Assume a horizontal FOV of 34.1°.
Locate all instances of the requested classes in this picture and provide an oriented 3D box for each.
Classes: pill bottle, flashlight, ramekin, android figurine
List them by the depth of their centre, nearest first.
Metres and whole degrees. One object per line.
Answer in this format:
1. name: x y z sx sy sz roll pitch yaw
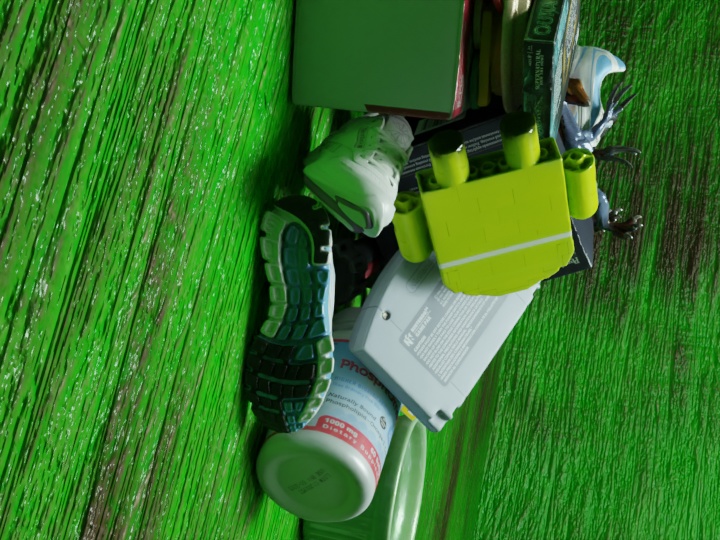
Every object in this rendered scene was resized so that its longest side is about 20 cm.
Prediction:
1. android figurine: 0.119 -0.048 1.025 0.200 0.181 0.041 69 7 -46
2. pill bottle: -0.018 0.128 1.098 0.200 0.108 0.109 -68 161 -49
3. flashlight: 0.000 0.000 1.215 0.068 0.068 0.200 -46 175 18
4. ramekin: 0.006 0.252 1.298 0.200 0.097 0.201 8 90 -78

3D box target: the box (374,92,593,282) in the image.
1. box: 0.113 -0.073 1.191 0.104 0.199 0.183 -69 138 -59

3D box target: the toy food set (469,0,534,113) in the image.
1. toy food set: 0.135 -0.240 1.041 0.198 0.048 0.201 -55 150 -64

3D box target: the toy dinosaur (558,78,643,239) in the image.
1. toy dinosaur: 0.225 -0.110 1.230 0.182 0.200 0.105 49 10 -19

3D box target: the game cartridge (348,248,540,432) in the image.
1. game cartridge: 0.078 0.033 1.099 0.133 0.040 0.200 48 62 -19

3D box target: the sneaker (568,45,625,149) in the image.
1. sneaker: 0.241 -0.146 1.300 0.072 0.072 0.201 -42 146 -73

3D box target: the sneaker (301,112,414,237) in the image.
1. sneaker: 0.002 -0.093 0.990 0.100 0.075 0.200 -43 -160 6

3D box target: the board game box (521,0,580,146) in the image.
1. board game box: 0.172 -0.206 1.042 0.136 0.028 0.200 83 19 -45

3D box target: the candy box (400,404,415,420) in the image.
1. candy box: 0.051 0.079 1.231 0.026 0.102 0.200 47 -1 -23

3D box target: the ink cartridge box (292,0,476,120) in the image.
1. ink cartridge box: 0.037 -0.221 1.057 0.200 0.145 0.145 -41 137 -70

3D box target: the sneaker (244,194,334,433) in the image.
1. sneaker: -0.049 0.038 1.002 0.087 0.075 0.201 -10 108 -83
